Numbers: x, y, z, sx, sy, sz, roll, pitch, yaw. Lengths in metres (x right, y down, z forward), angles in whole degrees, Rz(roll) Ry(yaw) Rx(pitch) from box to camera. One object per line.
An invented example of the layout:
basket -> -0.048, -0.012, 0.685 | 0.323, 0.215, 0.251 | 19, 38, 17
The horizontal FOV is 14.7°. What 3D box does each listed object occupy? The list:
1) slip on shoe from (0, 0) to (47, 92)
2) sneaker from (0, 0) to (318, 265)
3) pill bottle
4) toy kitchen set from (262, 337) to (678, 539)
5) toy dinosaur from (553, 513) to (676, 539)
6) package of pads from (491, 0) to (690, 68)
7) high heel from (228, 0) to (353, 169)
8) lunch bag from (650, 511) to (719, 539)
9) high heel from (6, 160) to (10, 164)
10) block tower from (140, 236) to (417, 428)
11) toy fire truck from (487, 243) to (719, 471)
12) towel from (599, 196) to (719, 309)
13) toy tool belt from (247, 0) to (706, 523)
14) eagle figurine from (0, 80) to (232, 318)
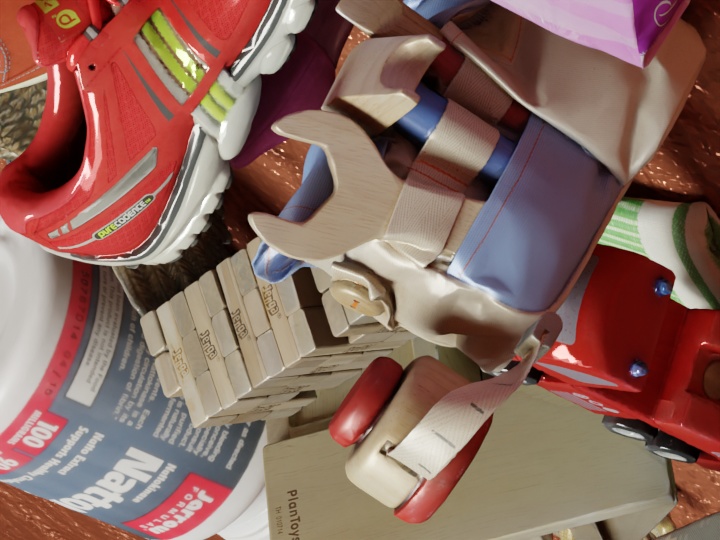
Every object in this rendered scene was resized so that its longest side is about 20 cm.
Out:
slip on shoe -> -0.152, -0.101, 1.037 | 0.061, 0.199, 0.074 | 38, -149, -77
sneaker -> -0.070, -0.086, 0.933 | 0.084, 0.201, 0.077 | 6, -151, -29
pill bottle -> -0.099, 0.057, 1.269 | 0.199, 0.120, 0.119 | 26, 169, -34
toy kitchen set -> 0.067, 0.119, 1.173 | 0.162, 0.201, 0.181 | -16, 141, 12
toy dinosaur -> 0.077, 0.102, 1.353 | 0.199, 0.058, 0.101 | 13, 138, 31
package of pads -> 0.012, -0.148, 0.804 | 0.199, 0.076, 0.121 | 27, 161, 20
high heel -> -0.070, -0.079, 1.070 | 0.067, 0.096, 0.200 | 41, 160, -19
lunch bag -> 0.182, 0.164, 0.996 | 0.199, 0.118, 0.164 | 26, 145, -27
high heel -> -0.077, 0.008, 1.328 | 0.200, 0.071, 0.142 | 49, 159, -22
block tower -> 0.000, 0.000, 1.071 | 0.200, 0.058, 0.054 | -34, 70, 43
toy fire truck -> 0.147, 0.043, 0.977 | 0.199, 0.049, 0.141 | 27, 166, -39
towel -> 0.097, 0.011, 1.126 | 0.199, 0.023, 0.153 | 13, 151, 50
toy tool belt -> 0.015, -0.030, 0.896 | 0.123, 0.201, 0.125 | 33, 153, -4
eagle figurine -> -0.141, -0.063, 1.150 | 0.199, 0.152, 0.152 | 16, 123, 13
